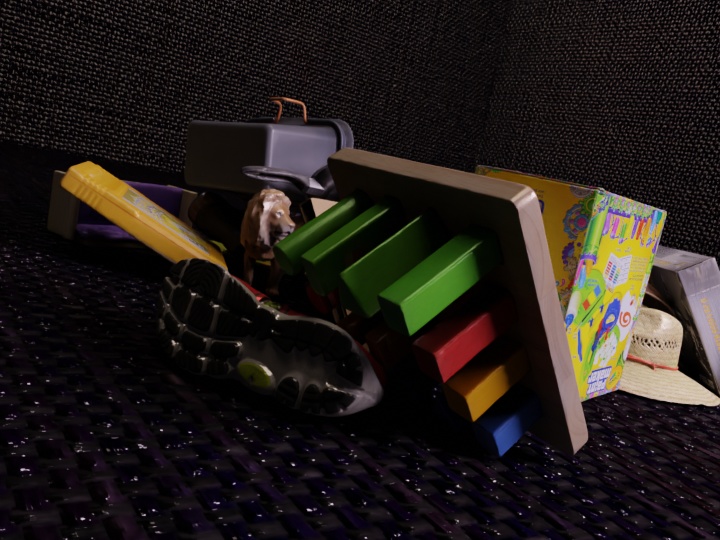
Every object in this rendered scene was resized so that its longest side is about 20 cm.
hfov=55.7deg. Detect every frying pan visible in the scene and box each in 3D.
[{"bbox_3d":[-0.033,-0.107,0.792,0.114,0.031,0.189,-32,-29,28],"label":"frying pan"}]

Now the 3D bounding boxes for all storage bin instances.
[{"bbox_3d":[-0.126,-0.152,0.881,0.197,0.149,0.133,11,8,35],"label":"storage bin"}]

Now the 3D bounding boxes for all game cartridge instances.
[{"bbox_3d":[-0.251,-0.060,0.813,0.199,0.033,0.176,38,0,-19],"label":"game cartridge"}]

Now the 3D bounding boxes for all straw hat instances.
[{"bbox_3d":[0.328,0.083,0.800,0.197,0.087,0.201,12,9,-2],"label":"straw hat"}]

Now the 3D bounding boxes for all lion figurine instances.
[{"bbox_3d":[-0.095,-0.037,0.847,0.071,0.125,0.200,13,8,11],"label":"lion figurine"}]

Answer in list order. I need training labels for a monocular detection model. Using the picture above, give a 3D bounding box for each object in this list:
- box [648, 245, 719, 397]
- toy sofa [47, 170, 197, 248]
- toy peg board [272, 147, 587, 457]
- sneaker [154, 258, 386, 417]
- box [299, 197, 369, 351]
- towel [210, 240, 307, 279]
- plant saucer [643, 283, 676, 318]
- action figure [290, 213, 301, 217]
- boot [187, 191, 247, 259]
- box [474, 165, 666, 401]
[{"bbox_3d":[0.420,0.056,0.874,0.048,0.161,0.200,-22,4,9],"label":"box"},{"bbox_3d":[-0.318,-0.081,0.946,0.097,0.084,0.198,17,10,36],"label":"toy sofa"},{"bbox_3d":[0.036,0.037,0.479,0.097,0.202,0.199,-34,32,-22],"label":"toy peg board"},{"bbox_3d":[-0.069,0.055,0.502,0.198,0.078,0.085,25,-3,26],"label":"sneaker"},{"bbox_3d":[0.036,0.011,0.683,0.198,0.166,0.021,3,-29,-47],"label":"box"},{"bbox_3d":[-0.147,-0.020,1.027,0.197,0.018,0.086,15,8,21],"label":"towel"},{"bbox_3d":[0.307,0.041,0.890,0.197,0.037,0.201,14,-24,6],"label":"plant saucer"},{"bbox_3d":[-0.038,-0.043,1.070,0.129,0.070,0.200,21,-14,37],"label":"action figure"},{"bbox_3d":[-0.154,-0.043,0.977,0.097,0.075,0.199,44,14,27],"label":"boot"},{"bbox_3d":[0.188,0.016,0.663,0.121,0.196,0.198,18,10,38],"label":"box"}]
